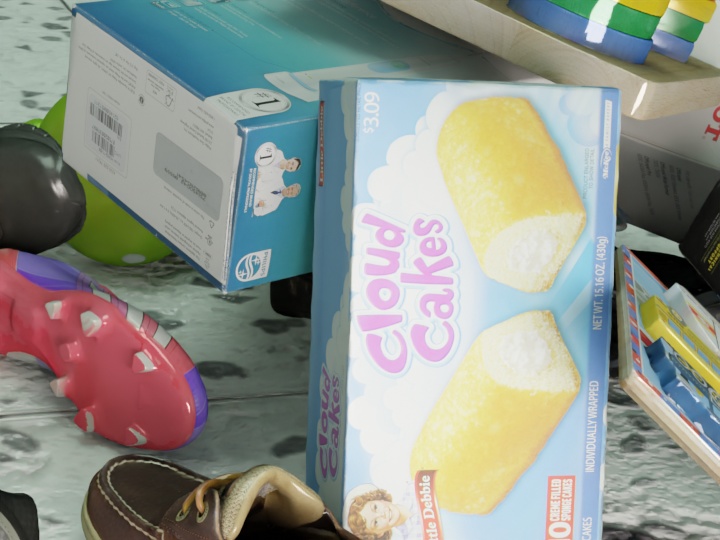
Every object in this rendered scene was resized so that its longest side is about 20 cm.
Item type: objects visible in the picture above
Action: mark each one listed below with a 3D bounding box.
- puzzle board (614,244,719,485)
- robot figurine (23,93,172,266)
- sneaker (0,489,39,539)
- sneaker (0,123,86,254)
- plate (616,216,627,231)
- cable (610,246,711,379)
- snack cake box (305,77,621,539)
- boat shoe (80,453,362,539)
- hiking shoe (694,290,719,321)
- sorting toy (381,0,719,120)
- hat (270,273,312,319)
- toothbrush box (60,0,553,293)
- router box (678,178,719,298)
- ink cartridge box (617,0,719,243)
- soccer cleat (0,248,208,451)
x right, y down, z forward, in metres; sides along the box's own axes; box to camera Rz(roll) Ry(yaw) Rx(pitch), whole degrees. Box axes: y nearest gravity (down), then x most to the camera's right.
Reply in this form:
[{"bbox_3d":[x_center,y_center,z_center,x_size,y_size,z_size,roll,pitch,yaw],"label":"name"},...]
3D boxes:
[{"bbox_3d":[0.178,0.080,0.679,0.200,0.017,0.151,44,19,-9],"label":"puzzle board"},{"bbox_3d":[-0.125,-0.072,1.034,0.175,0.116,0.200,7,20,22],"label":"robot figurine"},{"bbox_3d":[-0.204,0.082,0.664,0.200,0.074,0.087,27,28,31],"label":"sneaker"},{"bbox_3d":[-0.233,-0.024,0.914,0.200,0.076,0.091,-12,19,36],"label":"sneaker"},{"bbox_3d":[0.057,-0.048,0.968,0.200,0.026,0.200,17,9,-3],"label":"plate"},{"bbox_3d":[0.164,0.011,0.982,0.163,0.051,0.200,-4,22,-24],"label":"cable"},{"bbox_3d":[0.040,0.021,0.700,0.115,0.200,0.067,0,6,-16],"label":"snack cake box"},{"bbox_3d":[-0.037,0.106,0.643,0.072,0.072,0.200,-12,27,-39],"label":"boat shoe"},{"bbox_3d":[0.248,0.039,0.897,0.200,0.076,0.101,10,23,-18],"label":"hiking shoe"},{"bbox_3d":[0.087,-0.151,0.833,0.199,0.070,0.200,28,17,16],"label":"sorting toy"},{"bbox_3d":[0.000,0.000,0.910,0.200,0.081,0.201,16,10,-3],"label":"hat"},{"bbox_3d":[-0.022,-0.076,0.810,0.200,0.085,0.146,-16,38,-38],"label":"toothbrush box"},{"bbox_3d":[0.276,0.018,0.815,0.200,0.051,0.149,-1,41,-33],"label":"router box"},{"bbox_3d":[0.168,-0.121,1.005,0.200,0.147,0.145,24,-14,23],"label":"ink cartridge box"},{"bbox_3d":[-0.132,0.033,0.833,0.200,0.067,0.076,21,20,41],"label":"soccer cleat"}]
